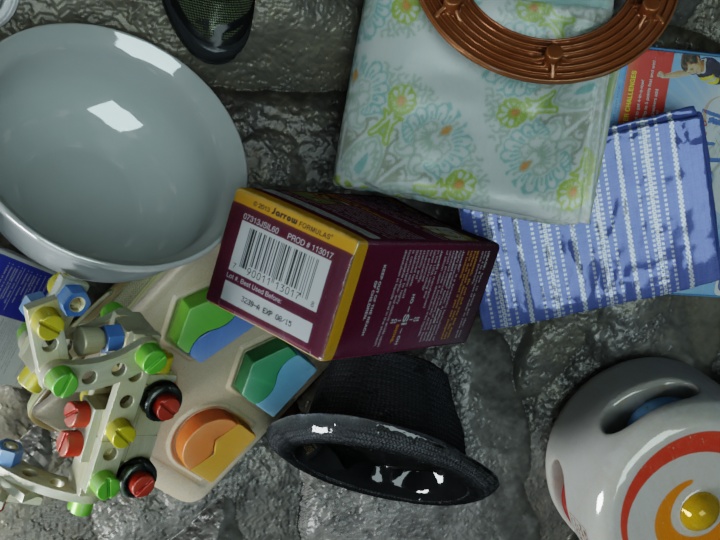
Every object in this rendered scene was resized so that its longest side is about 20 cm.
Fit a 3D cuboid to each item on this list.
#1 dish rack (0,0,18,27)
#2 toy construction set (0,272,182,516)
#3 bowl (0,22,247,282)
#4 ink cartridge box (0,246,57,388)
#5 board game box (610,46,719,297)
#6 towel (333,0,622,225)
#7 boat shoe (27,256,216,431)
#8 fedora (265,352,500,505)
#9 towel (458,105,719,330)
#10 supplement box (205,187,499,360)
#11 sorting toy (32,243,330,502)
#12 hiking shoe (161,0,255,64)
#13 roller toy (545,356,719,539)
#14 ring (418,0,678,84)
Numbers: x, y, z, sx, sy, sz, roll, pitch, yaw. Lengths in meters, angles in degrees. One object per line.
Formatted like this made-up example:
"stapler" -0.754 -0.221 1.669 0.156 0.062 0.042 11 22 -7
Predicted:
"dish rack" -0.347 -0.228 0.790 0.171 0.044 0.201 -27 109 -4
"toy construction set" -0.196 0.099 0.796 0.131 0.092 0.200 5 127 -41
"bowl" -0.188 -0.067 0.826 0.200 0.202 0.090 23 141 -18
"ink cartridge box" -0.268 0.026 0.813 0.037 0.200 0.095 24 85 15
"board game box" 0.251 -0.082 0.967 0.195 0.056 0.201 4 105 -14
"towel" 0.090 -0.131 0.876 0.199 0.048 0.172 10 87 5
"boat shoe" -0.181 0.042 0.905 0.201 0.063 0.073 -47 135 10
"fedora" 0.024 0.120 0.936 0.200 0.201 0.092 19 67 -18
"towel" 0.179 -0.040 0.921 0.199 0.024 0.145 -12 106 4
"supplement box" 0.000 0.000 0.849 0.200 0.110 0.086 -1 112 -56
"sorting toy" -0.120 0.085 0.903 0.200 0.036 0.185 -43 134 3
"hiking shoe" -0.103 -0.242 0.813 0.075 0.101 0.201 -3 106 -12
"roller toy" 0.260 0.181 1.001 0.182 0.140 0.201 20 101 -17
"ring" 0.136 -0.228 0.856 0.199 0.019 0.201 1 70 -2
